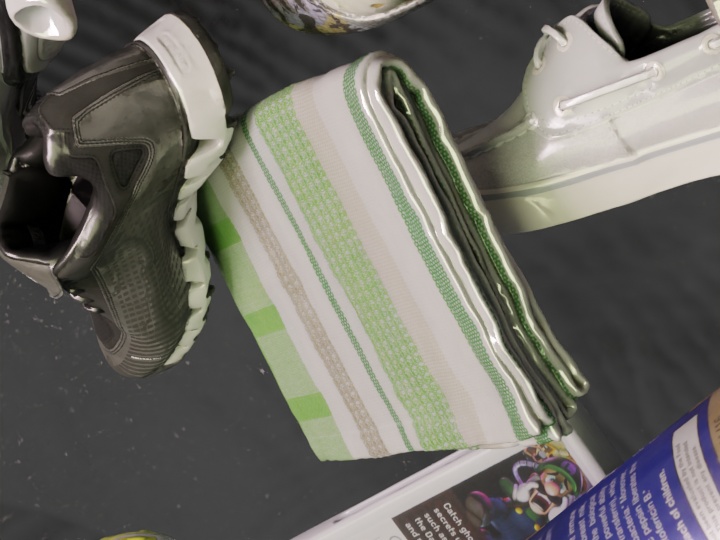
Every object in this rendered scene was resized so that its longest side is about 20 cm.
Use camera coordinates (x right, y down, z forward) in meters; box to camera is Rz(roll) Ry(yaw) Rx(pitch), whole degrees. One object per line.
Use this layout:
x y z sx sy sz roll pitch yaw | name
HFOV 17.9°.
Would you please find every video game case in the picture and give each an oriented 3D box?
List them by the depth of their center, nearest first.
0.078 0.169 0.973 0.181 0.023 0.201 -31 98 37 | video game case

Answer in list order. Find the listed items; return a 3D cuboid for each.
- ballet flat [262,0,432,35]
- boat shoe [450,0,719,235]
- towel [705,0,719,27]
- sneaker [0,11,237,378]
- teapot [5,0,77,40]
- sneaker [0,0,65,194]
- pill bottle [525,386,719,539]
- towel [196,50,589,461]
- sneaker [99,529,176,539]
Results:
0.026 -0.131 0.809 0.199 0.072 0.072 -22 104 35 | ballet flat
0.096 -0.064 0.806 0.199 0.072 0.069 -13 107 33 | boat shoe
0.204 -0.067 0.736 0.132 0.034 0.200 -37 98 6 | towel
-0.105 -0.016 0.900 0.067 0.090 0.201 54 153 25 | sneaker
-0.132 -0.216 0.779 0.199 0.146 0.199 31 131 26 | teapot
-0.174 -0.053 0.893 0.075 0.115 0.200 45 157 16 | sneaker
0.112 0.134 0.854 0.200 0.116 0.116 -41 93 24 | pill bottle
0.000 0.000 0.864 0.150 0.031 0.200 64 155 -6 | towel
-0.098 0.211 1.066 0.104 0.076 0.202 1 110 41 | sneaker
